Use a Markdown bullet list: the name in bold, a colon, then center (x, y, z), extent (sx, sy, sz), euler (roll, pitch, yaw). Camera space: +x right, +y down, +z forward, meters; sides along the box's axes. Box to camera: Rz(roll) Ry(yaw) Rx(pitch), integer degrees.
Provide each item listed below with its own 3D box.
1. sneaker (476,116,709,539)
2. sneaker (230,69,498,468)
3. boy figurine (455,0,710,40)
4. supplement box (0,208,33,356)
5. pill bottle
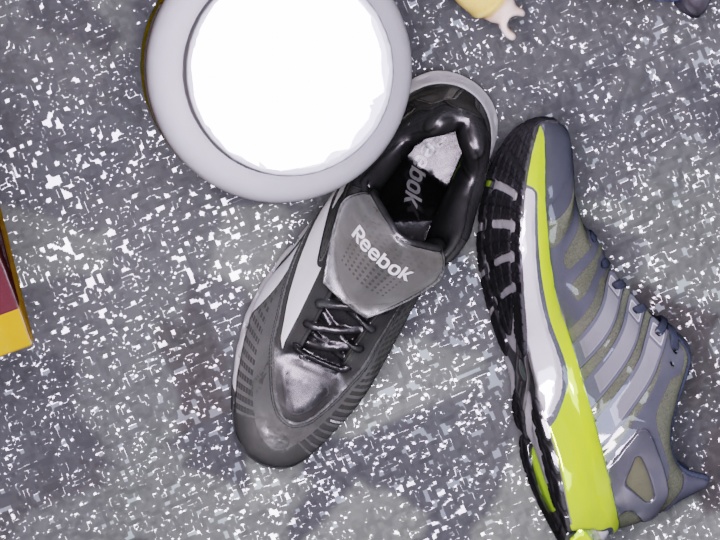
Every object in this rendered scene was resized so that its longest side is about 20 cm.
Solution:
- **sneaker**: center (0.106, 0.026, 1.380), extent (0.080, 0.074, 0.201), euler (-14, 102, -13)
- **sneaker**: center (0.000, 0.000, 1.351), extent (0.066, 0.091, 0.201), euler (31, 91, -6)
- **boy figurine**: center (0.068, -0.168, 1.357), extent (0.199, 0.064, 0.125), euler (14, 94, -5)
- **supplement box**: center (-0.238, -0.078, 1.237), extent (0.132, 0.198, 0.201), euler (-19, 125, -3)
- **pill bottle**: center (-0.037, -0.087, 1.285), extent (0.112, 0.200, 0.114), euler (0, 95, -5)
